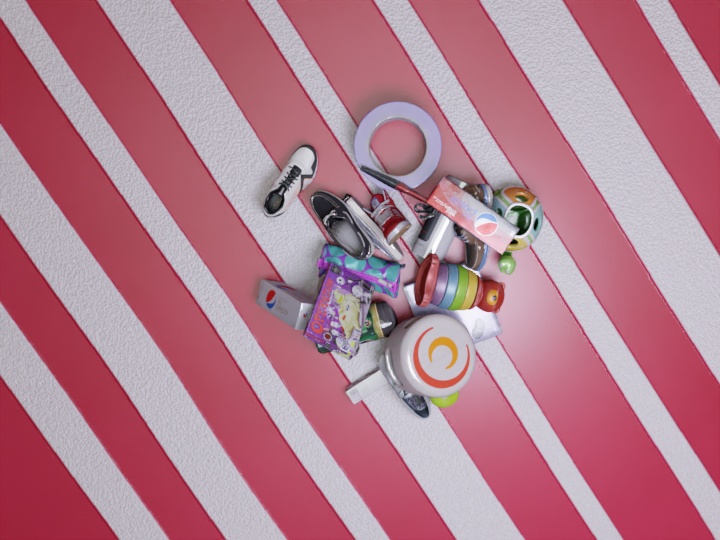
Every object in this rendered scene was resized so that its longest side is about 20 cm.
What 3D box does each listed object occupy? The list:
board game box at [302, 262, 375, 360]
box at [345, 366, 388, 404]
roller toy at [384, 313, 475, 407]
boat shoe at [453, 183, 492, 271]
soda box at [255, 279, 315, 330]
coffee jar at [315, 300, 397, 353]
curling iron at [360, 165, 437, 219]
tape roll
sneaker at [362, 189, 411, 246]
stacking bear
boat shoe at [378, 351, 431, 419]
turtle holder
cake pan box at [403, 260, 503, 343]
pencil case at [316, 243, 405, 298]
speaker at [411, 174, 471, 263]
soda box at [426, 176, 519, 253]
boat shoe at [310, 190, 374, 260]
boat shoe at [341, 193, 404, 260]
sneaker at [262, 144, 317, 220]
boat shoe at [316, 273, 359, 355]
[{"bbox_3d":[-0.044,0.087,1.640,0.120,0.201,0.032,26,140,-10],"label":"board game box"},{"bbox_3d":[0.056,0.251,1.800,0.200,0.039,0.042,-34,97,6],"label":"box"},{"bbox_3d":[0.154,0.189,1.676,0.182,0.140,0.201,28,76,-14],"label":"roller toy"},{"bbox_3d":[0.248,-0.096,1.685,0.072,0.072,0.201,-3,102,-22],"label":"boat shoe"},{"bbox_3d":[-0.163,0.079,1.712,0.068,0.200,0.064,11,98,-37],"label":"soda box"},{"bbox_3d":[-0.011,0.133,1.756,0.199,0.104,0.086,-14,80,4],"label":"coffee jar"},{"bbox_3d":[0.085,-0.179,1.672,0.200,0.026,0.050,34,94,-2],"label":"curling iron"},{"bbox_3d":[0.085,-0.283,1.716,0.199,0.085,0.201,0,96,3],"label":"tape roll"},{"bbox_3d":[0.058,-0.122,1.677,0.071,0.200,0.113,-41,92,8],"label":"sneaker"},{"bbox_3d":[0.232,0.043,1.687,0.199,0.114,0.122,14,88,-10],"label":"stacking bear"},{"bbox_3d":[0.112,0.272,1.753,0.070,0.072,0.201,-33,117,6],"label":"boat shoe"},{"bbox_3d":[0.339,-0.101,1.701,0.141,0.132,0.186,37,96,-3],"label":"turtle holder"},{"bbox_3d":[0.217,0.087,1.770,0.183,0.052,0.201,-22,95,3],"label":"cake pan box"},{"bbox_3d":[0.000,0.000,1.747,0.199,0.092,0.086,15,106,2],"label":"pencil case"},{"bbox_3d":[0.195,-0.115,1.733,0.081,0.081,0.201,26,97,-1],"label":"speaker"},{"bbox_3d":[0.241,-0.120,1.610,0.200,0.063,0.070,35,98,1],"label":"soda box"},{"bbox_3d":[-0.050,-0.103,1.696,0.074,0.060,0.200,-41,80,19],"label":"boat shoe"},{"bbox_3d":[0.007,-0.079,1.754,0.093,0.075,0.200,-43,85,13],"label":"boat shoe"},{"bbox_3d":[-0.163,-0.203,1.738,0.074,0.080,0.201,30,95,0],"label":"sneaker"},{"bbox_3d":[-0.051,0.105,1.693,0.067,0.057,0.201,-19,67,-2],"label":"boat shoe"}]
